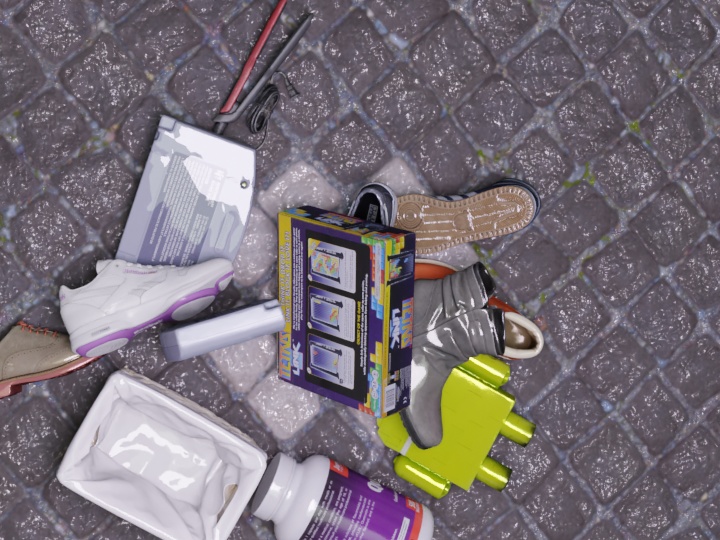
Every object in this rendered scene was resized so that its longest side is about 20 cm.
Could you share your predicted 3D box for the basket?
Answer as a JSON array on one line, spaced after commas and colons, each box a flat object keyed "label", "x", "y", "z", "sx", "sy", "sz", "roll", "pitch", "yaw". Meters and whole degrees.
[{"label": "basket", "x": -0.220, "y": 0.210, "z": 1.361, "sx": 0.198, "sy": 0.123, "sz": 0.137, "roll": 31, "pitch": 88, "yaw": -9}]

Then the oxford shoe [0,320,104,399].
[{"label": "oxford shoe", "x": -0.359, "y": 0.088, "z": 1.361, "sx": 0.198, "sy": 0.070, "sz": 0.076, "roll": -20, "pitch": 89, "yaw": -10}]

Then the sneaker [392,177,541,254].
[{"label": "sneaker", "x": 0.119, "y": -0.066, "z": 1.442, "sx": 0.197, "sy": 0.108, "sz": 0.071, "roll": -7, "pitch": 97, "yaw": 21}]

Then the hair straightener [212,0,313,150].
[{"label": "hair straightener", "x": -0.106, "y": -0.212, "z": 1.404, "sx": 0.076, "sy": 0.041, "sz": 0.202, "roll": 30, "pitch": 88, "yaw": -9}]

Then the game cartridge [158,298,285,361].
[{"label": "game cartridge", "x": -0.153, "y": 0.064, "z": 1.327, "sx": 0.131, "sy": 0.200, "sz": 0.041, "roll": -13, "pitch": 90, "yaw": -8}]

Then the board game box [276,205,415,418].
[{"label": "board game box", "x": -0.019, "y": 0.043, "z": 1.347, "sx": 0.056, "sy": 0.164, "sz": 0.203, "roll": -16, "pitch": 115, "yaw": -45}]

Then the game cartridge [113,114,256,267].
[{"label": "game cartridge", "x": -0.195, "y": -0.060, "z": 1.384, "sx": 0.131, "sy": 0.041, "sz": 0.202, "roll": 20, "pitch": 99, "yaw": -6}]

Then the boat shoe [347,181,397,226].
[{"label": "boat shoe", "x": 0.000, "y": 0.000, "z": 1.400, "sx": 0.071, "sy": 0.068, "sz": 0.203, "roll": 16, "pitch": 102, "yaw": 9}]

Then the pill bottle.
[{"label": "pill bottle", "x": -0.022, "y": 0.287, "z": 1.402, "sx": 0.198, "sy": 0.112, "sz": 0.114, "roll": 28, "pitch": 88, "yaw": -10}]

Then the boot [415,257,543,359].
[{"label": "boot", "x": 0.125, "y": 0.045, "z": 1.422, "sx": 0.198, "sy": 0.107, "sz": 0.076, "roll": 26, "pitch": 91, "yaw": -7}]

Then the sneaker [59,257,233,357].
[{"label": "sneaker", "x": -0.237, "y": 0.016, "z": 1.339, "sx": 0.198, "sy": 0.075, "sz": 0.101, "roll": -23, "pitch": 73, "yaw": -17}]

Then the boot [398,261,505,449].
[{"label": "boot", "x": 0.103, "y": 0.098, "z": 1.364, "sx": 0.129, "sy": 0.068, "sz": 0.203, "roll": -9, "pitch": 92, "yaw": 22}]

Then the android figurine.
[{"label": "android figurine", "x": 0.101, "y": 0.175, "z": 1.438, "sx": 0.198, "sy": 0.041, "sz": 0.184, "roll": 27, "pitch": 97, "yaw": 5}]
